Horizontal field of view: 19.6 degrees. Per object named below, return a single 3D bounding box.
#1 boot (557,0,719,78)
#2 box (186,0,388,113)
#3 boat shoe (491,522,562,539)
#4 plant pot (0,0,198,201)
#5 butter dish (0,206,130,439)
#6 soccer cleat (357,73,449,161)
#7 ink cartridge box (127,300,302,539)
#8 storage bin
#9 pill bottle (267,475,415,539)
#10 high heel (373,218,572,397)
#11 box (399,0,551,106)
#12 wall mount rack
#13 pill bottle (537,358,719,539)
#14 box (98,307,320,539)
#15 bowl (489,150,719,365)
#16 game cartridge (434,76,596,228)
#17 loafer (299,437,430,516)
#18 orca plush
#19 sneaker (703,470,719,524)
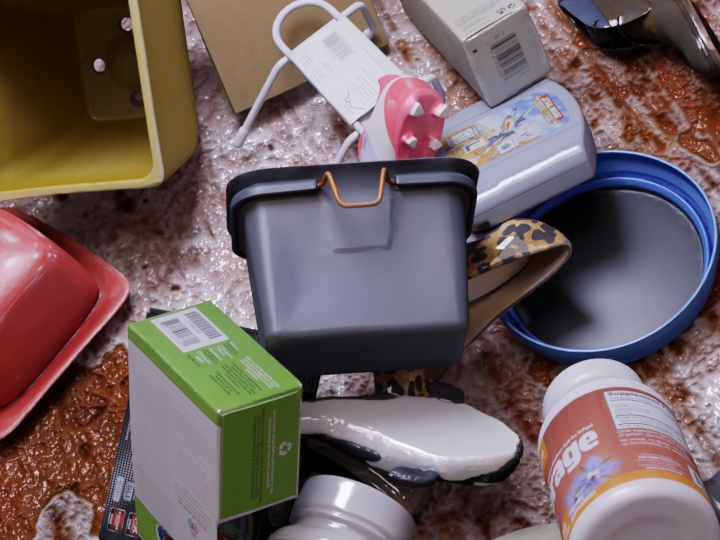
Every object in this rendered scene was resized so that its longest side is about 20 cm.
[{"bbox_3d":[0.252,-0.212,1.849,0.097,0.075,0.201,-36,44,9],"label":"boot"},{"bbox_3d":[-0.084,-0.270,1.936,0.162,0.201,0.021,-24,13,-6],"label":"box"},{"bbox_3d":[0.123,0.242,1.585,0.198,0.068,0.072,-14,29,-5],"label":"boat shoe"},{"bbox_3d":[-0.245,-0.182,1.917,0.194,0.196,0.200,-4,11,19],"label":"plant pot"},{"bbox_3d":[-0.345,0.015,1.863,0.199,0.148,0.200,29,70,34],"label":"butter dish"},{"bbox_3d":[0.021,-0.070,1.793,0.076,0.066,0.202,37,117,51],"label":"soccer cleat"},{"bbox_3d":[-0.114,0.148,1.608,0.075,0.202,0.148,-16,34,-29],"label":"ink cartridge box"},{"bbox_3d":[0.000,0.000,1.607,0.198,0.146,0.136,-4,64,-5],"label":"storage bin"},{"bbox_3d":[-0.037,0.267,1.591,0.113,0.114,0.201,10,60,26],"label":"pill bottle"},{"bbox_3d":[0.088,0.042,1.675,0.142,0.071,0.201,-6,50,35],"label":"high heel"},{"bbox_3d":[0.093,-0.234,1.882,0.068,0.083,0.200,-30,39,-3],"label":"box"},{"bbox_3d":[-0.025,-0.146,1.887,0.173,0.075,0.200,-38,59,-6],"label":"wall mount rack"},{"bbox_3d":[0.193,0.153,1.554,0.111,0.113,0.200,-22,28,6],"label":"pill bottle"},{"bbox_3d":[-0.122,0.142,1.695,0.159,0.044,0.202,11,87,33],"label":"box"},{"bbox_3d":[0.201,-0.008,1.737,0.199,0.039,0.202,-10,54,14],"label":"bowl"},{"bbox_3d":[0.130,-0.106,1.782,0.132,0.042,0.200,-30,24,4],"label":"game cartridge"},{"bbox_3d":[-0.032,0.148,1.703,0.198,0.072,0.063,15,70,26],"label":"loafer"},{"bbox_3d":[0.026,0.146,1.618,0.198,0.072,0.106,-3,43,1],"label":"orca plush"},{"bbox_3d":[0.324,0.206,1.518,0.079,0.076,0.200,-35,52,-8],"label":"sneaker"}]
